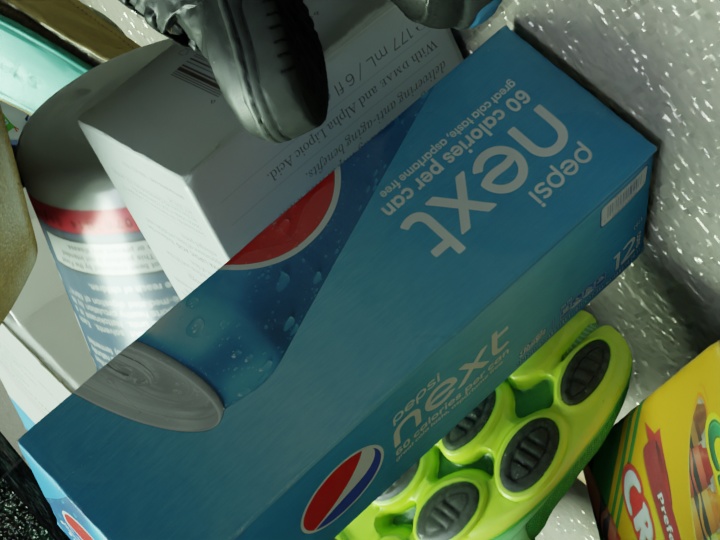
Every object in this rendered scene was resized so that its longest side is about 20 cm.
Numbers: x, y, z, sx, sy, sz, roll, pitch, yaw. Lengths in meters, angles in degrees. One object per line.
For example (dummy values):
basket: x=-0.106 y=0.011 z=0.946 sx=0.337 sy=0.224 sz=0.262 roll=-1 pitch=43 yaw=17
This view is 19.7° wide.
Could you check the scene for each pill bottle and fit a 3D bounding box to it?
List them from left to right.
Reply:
pill bottle: x=-0.051 y=0.018 z=0.832 sx=0.119 sy=0.119 sz=0.202 roll=27 pitch=141 yaw=53

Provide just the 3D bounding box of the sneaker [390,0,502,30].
sneaker: x=-0.040 y=-0.137 z=0.594 sx=0.200 sy=0.082 sz=0.073 roll=48 pitch=161 yaw=4

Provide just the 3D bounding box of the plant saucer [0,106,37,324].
plant saucer: x=-0.149 y=-0.070 z=0.735 sx=0.200 sy=0.035 sz=0.202 roll=165 pitch=90 yaw=-81

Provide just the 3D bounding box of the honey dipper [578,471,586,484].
honey dipper: x=0.102 y=0.085 z=0.789 sx=0.200 sy=0.038 sz=0.038 roll=40 pitch=161 yaw=43

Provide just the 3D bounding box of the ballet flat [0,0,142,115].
ballet flat: x=-0.089 y=-0.070 z=0.897 sx=0.199 sy=0.063 sz=0.069 roll=36 pitch=124 yaw=-9

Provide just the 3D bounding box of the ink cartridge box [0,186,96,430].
ink cartridge box: x=-0.112 y=0.030 z=1.055 sx=0.125 sy=0.128 sz=0.201 roll=41 pitch=162 yaw=27

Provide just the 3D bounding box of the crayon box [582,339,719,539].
crayon box: x=0.125 y=0.091 z=0.621 sx=0.200 sy=0.050 sz=0.128 roll=116 pitch=143 yaw=-71

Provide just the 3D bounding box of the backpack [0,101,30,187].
backpack: x=-0.238 y=-0.070 z=1.063 sx=0.191 sy=0.198 sz=0.155 roll=89 pitch=158 yaw=-86

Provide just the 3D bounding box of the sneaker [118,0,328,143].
sneaker: x=-0.086 y=-0.112 z=0.656 sx=0.060 sy=0.103 sz=0.201 roll=45 pitch=-157 yaw=-66

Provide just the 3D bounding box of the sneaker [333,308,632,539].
sneaker: x=0.026 y=0.093 z=0.700 sx=0.074 sy=0.201 sz=0.083 roll=45 pitch=-159 yaw=31

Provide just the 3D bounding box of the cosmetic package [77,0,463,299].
cosmetic package: x=0.000 y=0.000 z=0.734 sx=0.081 sy=0.113 sz=0.201 roll=28 pitch=154 yaw=51

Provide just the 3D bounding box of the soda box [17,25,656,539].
soda box: x=-0.003 y=0.021 z=0.625 sx=0.068 sy=0.200 sz=0.064 roll=42 pitch=162 yaw=23
